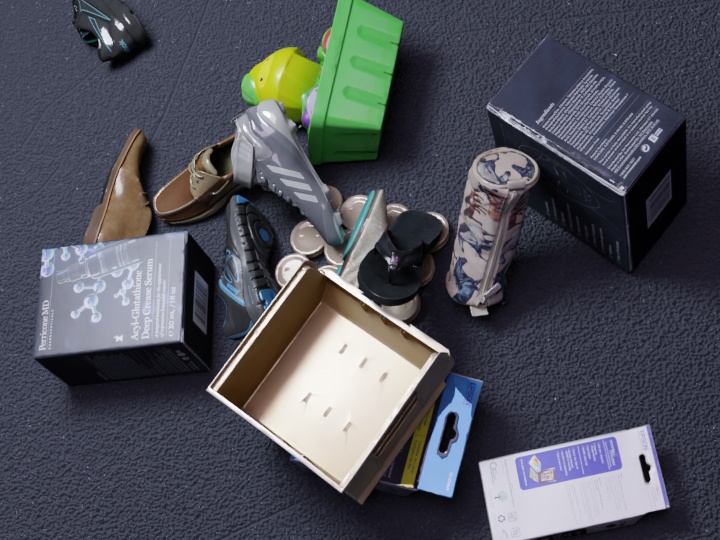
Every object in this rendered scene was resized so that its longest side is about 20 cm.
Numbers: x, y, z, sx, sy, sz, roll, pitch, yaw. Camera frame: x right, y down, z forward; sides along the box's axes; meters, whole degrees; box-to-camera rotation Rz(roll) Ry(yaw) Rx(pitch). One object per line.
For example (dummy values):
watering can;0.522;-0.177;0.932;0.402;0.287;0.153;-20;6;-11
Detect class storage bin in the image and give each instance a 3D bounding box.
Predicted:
storage bin;-0.028;0.121;1.543;0.199;0.094;0.199;33;80;24

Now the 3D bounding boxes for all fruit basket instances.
fruit basket;-0.057;-0.247;1.774;0.212;0.156;0.218;1;69;-3

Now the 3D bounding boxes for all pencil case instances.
pencil case;0.151;-0.047;1.589;0.077;0.202;0.090;-7;44;-19

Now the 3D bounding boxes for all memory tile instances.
memory tile;0.002;-0.020;1.718;0.198;0.017;0.155;16;71;20

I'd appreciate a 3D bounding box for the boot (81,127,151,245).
boot;-0.308;-0.095;1.819;0.075;0.074;0.202;18;63;-9

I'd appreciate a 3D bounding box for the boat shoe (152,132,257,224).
boat shoe;-0.188;-0.131;1.775;0.198;0.074;0.076;-28;61;15

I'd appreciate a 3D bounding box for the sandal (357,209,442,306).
sandal;0.047;-0.027;1.613;0.074;0.048;0.201;15;35;8

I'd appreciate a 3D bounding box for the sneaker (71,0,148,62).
sneaker;-0.383;-0.375;1.950;0.079;0.075;0.200;-40;62;-2

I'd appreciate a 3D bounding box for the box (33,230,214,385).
box;-0.292;0.049;1.716;0.197;0.107;0.150;-7;65;13

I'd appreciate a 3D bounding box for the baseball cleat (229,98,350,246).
baseball cleat;-0.097;-0.107;1.704;0.106;0.070;0.202;-27;90;-5

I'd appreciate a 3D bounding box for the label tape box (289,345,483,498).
label tape box;0.034;0.181;1.593;0.198;0.066;0.145;11;70;17

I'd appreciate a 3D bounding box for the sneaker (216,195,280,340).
sneaker;-0.152;-0.006;1.722;0.082;0.073;0.202;-33;48;26

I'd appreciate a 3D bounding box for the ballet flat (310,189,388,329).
ballet flat;0.000;0.000;1.676;0.062;0.067;0.202;26;78;-5

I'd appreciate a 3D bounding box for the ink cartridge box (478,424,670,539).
ink cartridge box;0.236;0.242;1.524;0.197;0.039;0.101;-13;63;11

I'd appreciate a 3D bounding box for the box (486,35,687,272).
box;0.266;-0.132;1.593;0.196;0.200;0.124;35;77;25
